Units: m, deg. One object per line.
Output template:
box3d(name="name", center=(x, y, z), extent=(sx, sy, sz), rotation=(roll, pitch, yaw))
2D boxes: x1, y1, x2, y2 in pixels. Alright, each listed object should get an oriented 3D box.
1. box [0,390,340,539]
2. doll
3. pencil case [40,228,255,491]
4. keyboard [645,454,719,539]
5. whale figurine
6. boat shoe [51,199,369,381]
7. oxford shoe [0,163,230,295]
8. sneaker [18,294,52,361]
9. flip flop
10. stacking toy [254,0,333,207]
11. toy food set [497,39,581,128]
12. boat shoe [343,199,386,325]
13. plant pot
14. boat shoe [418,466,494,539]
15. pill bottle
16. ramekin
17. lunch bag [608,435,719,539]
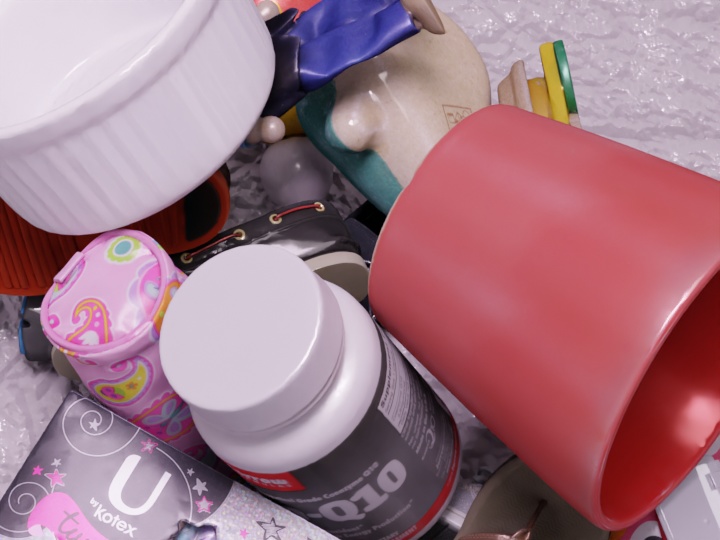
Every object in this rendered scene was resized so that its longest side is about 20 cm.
box3d(name="box", center=(-0.105, 0.177, 1.223), extent=(0.199, 0.132, 0.115), rotation=(27, 68, 7))
box3d(name="doll", center=(-0.050, -0.127, 1.281), extent=(0.199, 0.049, 0.137), rotation=(-26, 37, 11))
box3d(name="pencil case", center=(-0.109, 0.060, 1.249), extent=(0.087, 0.200, 0.088), rotation=(-11, 56, 16))
box3d(name="keyboard", center=(0.213, 0.198, 1.194), extent=(0.056, 0.011, 0.201), rotation=(-10, 69, -31))
box3d(name="whale figurine", center=(0.026, -0.074, 1.348), extent=(0.159, 0.104, 0.201), rotation=(0, 65, -49))
box3d(name="boat shoe", center=(-0.096, 0.014, 1.315), extent=(0.200, 0.074, 0.063), rotation=(-19, 56, -10))
box3d(name="oxford shoe", center=(-0.174, -0.034, 1.309), extent=(0.198, 0.072, 0.073), rotation=(-8, 23, 4))
box3d(name="sneaker", center=(-0.160, -0.029, 1.375), extent=(0.081, 0.073, 0.201), rotation=(13, 71, -5))
box3d(name="flip flop", center=(0.068, 0.181, 1.232), extent=(0.081, 0.058, 0.200), rotation=(45, 108, -3))
box3d(name="stacking toy", center=(-0.052, -0.136, 1.430), extent=(0.145, 0.146, 0.201), rotation=(-11, 80, -15))
box3d(name="toy food set", center=(0.123, -0.035, 1.345), extent=(0.048, 0.198, 0.201), rotation=(-10, 63, 6))
box3d(name="boat shoe", center=(0.000, 0.000, 1.383), extent=(0.075, 0.062, 0.200), rotation=(41, 64, 12))
box3d(name="plant pot", center=(0.114, 0.013, 1.162), extent=(0.177, 0.201, 0.200), rotation=(32, 60, 25))
box3d(name="boat shoe", center=(0.099, 0.166, 1.304), extent=(0.201, 0.075, 0.065), rotation=(23, 54, -1))
box3d(name="pill bottle", center=(-0.027, 0.074, 1.197), extent=(0.113, 0.200, 0.115), rotation=(-11, 59, 19))
box3d(name="ramekin", center=(-0.144, -0.114, 1.218), extent=(0.199, 0.098, 0.201), rotation=(-21, 39, 18))
box3d(name="lunch bag", center=(0.226, 0.155, 1.287), extent=(0.199, 0.082, 0.177), rotation=(9, 58, -34))
